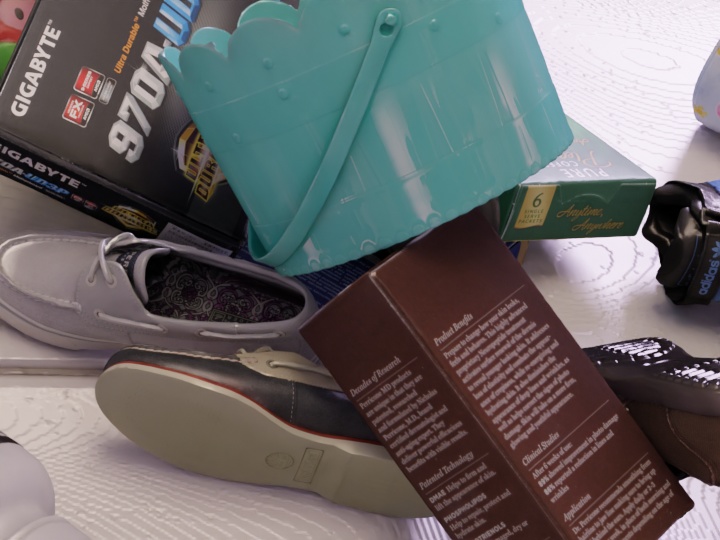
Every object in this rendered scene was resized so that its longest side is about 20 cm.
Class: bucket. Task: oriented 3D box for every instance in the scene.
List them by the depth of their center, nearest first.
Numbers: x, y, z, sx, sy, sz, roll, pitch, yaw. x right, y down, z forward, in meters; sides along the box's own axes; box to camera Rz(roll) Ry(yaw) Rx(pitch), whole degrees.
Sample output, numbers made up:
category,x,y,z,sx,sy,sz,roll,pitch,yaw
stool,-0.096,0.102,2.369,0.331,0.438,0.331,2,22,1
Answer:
category,x,y,z,sx,sy,sz,roll,pitch,yaw
bucket,0.006,-0.094,1.332,0.207,0.207,0.135,-33,102,-46

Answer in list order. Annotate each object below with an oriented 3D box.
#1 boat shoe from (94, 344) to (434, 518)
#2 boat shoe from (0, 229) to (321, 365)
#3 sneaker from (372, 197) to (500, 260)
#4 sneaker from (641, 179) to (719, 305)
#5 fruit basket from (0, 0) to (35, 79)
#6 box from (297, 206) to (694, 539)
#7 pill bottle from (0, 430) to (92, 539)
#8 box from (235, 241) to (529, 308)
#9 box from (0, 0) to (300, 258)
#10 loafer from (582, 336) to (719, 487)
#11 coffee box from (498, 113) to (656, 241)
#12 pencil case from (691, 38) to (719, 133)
category,x,y,z,sx,sy,sz,roll,pitch,yaw
boat shoe,-0.041,0.074,1.325,0.199,0.071,0.063,16,50,-10
boat shoe,-0.116,0.011,1.367,0.199,0.069,0.072,19,60,13
sneaker,-0.011,-0.065,1.478,0.091,0.076,0.200,-28,50,-34
sneaker,0.239,0.010,1.513,0.111,0.077,0.200,0,37,-24
fruit basket,-0.156,-0.126,1.507,0.215,0.156,0.216,3,22,-1
box,0.070,0.076,1.297,0.200,0.075,0.100,55,43,1
pill bottle,-0.215,0.111,1.180,0.200,0.112,0.111,33,39,23
box,0.000,0.000,1.476,0.121,0.032,0.200,29,37,19
box,-0.114,-0.117,1.433,0.159,0.046,0.200,26,59,-11
loafer,0.154,0.080,1.361,0.073,0.071,0.200,-8,8,-19
coffee box,0.076,-0.084,1.576,0.123,0.044,0.200,-3,32,-42
pencil case,0.319,-0.096,1.676,0.200,0.091,0.083,30,38,21
